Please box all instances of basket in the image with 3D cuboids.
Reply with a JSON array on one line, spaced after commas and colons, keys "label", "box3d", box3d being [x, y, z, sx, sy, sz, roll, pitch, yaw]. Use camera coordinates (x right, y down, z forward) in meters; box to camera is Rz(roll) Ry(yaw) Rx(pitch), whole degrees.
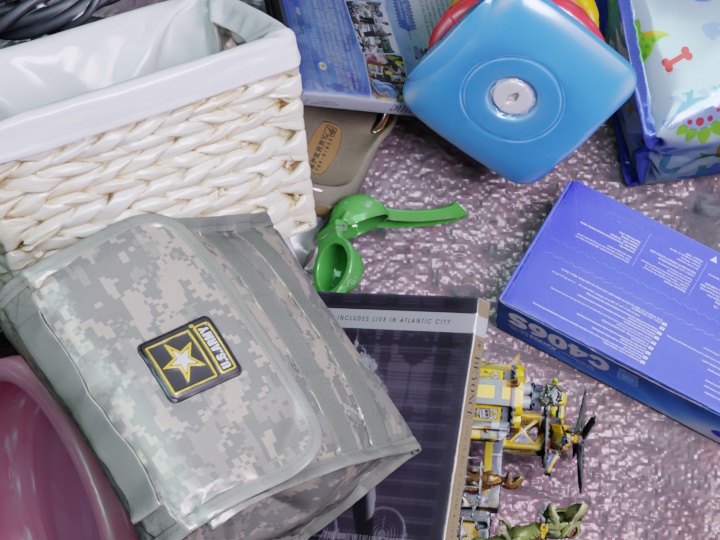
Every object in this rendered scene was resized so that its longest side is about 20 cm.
[{"label": "basket", "box3d": [-0.137, -0.066, 1.627, 0.200, 0.123, 0.136, -18, 23, -19]}]

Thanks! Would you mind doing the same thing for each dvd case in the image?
[{"label": "dvd case", "box3d": [-0.006, 0.111, 1.584, 0.149, 0.016, 0.200, 1, 79, 38]}, {"label": "dvd case", "box3d": [0.029, -0.157, 1.759, 0.200, 0.018, 0.143, 4, 60, -33]}]

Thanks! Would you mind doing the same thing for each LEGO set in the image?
[{"label": "LEGO set", "box3d": [0.102, 0.144, 1.610, 0.116, 0.154, 0.200, 4, 69, 1]}]

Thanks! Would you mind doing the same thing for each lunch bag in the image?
[{"label": "lunch bag", "box3d": [-0.084, 0.061, 1.494, 0.118, 0.200, 0.164, -40, 75, 23]}, {"label": "lunch bag", "box3d": [0.229, -0.165, 1.761, 0.170, 0.127, 0.200, -9, 76, -4]}]

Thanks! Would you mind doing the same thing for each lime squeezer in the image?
[{"label": "lime squeezer", "box3d": [0.000, 0.000, 1.686, 0.038, 0.071, 0.200, -16, 27, 33]}]

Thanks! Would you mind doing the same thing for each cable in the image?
[{"label": "cable", "box3d": [-0.195, -0.192, 1.776, 0.163, 0.051, 0.200, -18, 32, -23]}]

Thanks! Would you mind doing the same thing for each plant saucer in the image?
[{"label": "plant saucer", "box3d": [-0.156, 0.141, 1.588, 0.051, 0.201, 0.201, -15, 66, -27]}]

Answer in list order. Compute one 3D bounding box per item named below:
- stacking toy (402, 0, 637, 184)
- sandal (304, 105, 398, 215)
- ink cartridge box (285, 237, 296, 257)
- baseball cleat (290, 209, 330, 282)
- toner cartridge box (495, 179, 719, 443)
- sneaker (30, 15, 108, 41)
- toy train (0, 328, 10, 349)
[{"label": "stacking toy", "box3d": [0.103, -0.161, 1.744, 0.110, 0.116, 0.200, 35, 37, -16]}, {"label": "sandal", "box3d": [-0.009, -0.117, 1.757, 0.080, 0.054, 0.200, 18, 47, 0]}, {"label": "ink cartridge box", "box3d": [-0.053, 0.086, 1.658, 0.095, 0.037, 0.200, -22, 94, -28]}, {"label": "baseball cleat", "box3d": [-0.101, 0.013, 1.717, 0.106, 0.070, 0.200, 35, 60, 20]}, {"label": "toner cartridge box", "box3d": [0.190, 0.034, 1.716, 0.200, 0.043, 0.095, 28, 70, 12]}, {"label": "sneaker", "box3d": [-0.157, -0.073, 1.746, 0.091, 0.078, 0.200, 1, 67, -4]}, {"label": "toy train", "box3d": [-0.234, 0.028, 1.688, 0.200, 0.042, 0.056, -10, 102, 9]}]
